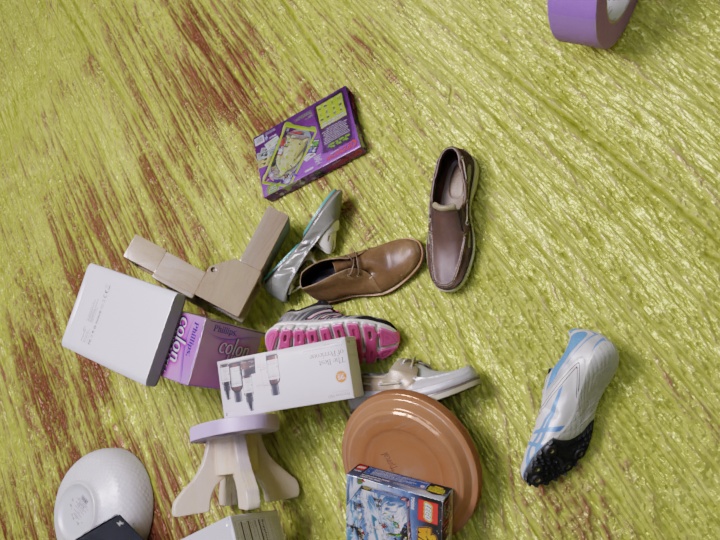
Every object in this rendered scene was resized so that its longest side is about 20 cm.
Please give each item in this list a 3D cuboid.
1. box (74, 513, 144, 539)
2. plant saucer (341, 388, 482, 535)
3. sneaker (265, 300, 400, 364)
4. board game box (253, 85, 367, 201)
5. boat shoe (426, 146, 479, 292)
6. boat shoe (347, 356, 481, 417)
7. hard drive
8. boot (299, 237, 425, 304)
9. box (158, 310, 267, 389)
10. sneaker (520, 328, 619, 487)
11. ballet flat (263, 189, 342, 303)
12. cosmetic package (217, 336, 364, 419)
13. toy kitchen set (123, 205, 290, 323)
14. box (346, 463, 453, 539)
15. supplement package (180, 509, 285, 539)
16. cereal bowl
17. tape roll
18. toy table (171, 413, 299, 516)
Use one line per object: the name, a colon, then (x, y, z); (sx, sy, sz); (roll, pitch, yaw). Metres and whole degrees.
box: (-0.379, 0.524, 0.934); (0.199, 0.124, 0.198); (37, 100, 13)
plant saucer: (0.059, 0.256, 0.810); (0.197, 0.032, 0.205); (6, 103, 29)
sneaker: (-0.038, 0.085, 0.924); (0.195, 0.088, 0.075); (-2, 119, 9)
board game box: (-0.089, -0.211, 1.055); (0.197, 0.032, 0.122); (-23, 64, 23)
boat shoe: (0.121, -0.075, 0.879); (0.073, 0.075, 0.207); (-1, 77, 28)
boat shoe: (0.065, 0.153, 0.852); (0.197, 0.074, 0.070); (-20, 74, 24)
hard drive: (-0.352, 0.075, 0.921); (0.197, 0.027, 0.135); (14, 83, 31)
boot: (0.000, 0.000, 0.927); (0.197, 0.075, 0.075); (-21, 66, 21)
box: (-0.269, 0.117, 0.983); (0.197, 0.175, 0.099); (10, 81, 29)
sneaker: (0.247, 0.168, 0.763); (0.203, 0.071, 0.072); (-66, 25, 6)
ballet flat: (-0.075, -0.034, 0.992); (0.063, 0.067, 0.201); (39, 99, 2)
cosmetic package: (-0.099, 0.150, 0.868); (0.196, 0.051, 0.084); (-13, 83, 16)
toy kitchen set: (-0.242, -0.033, 1.034); (0.197, 0.163, 0.183); (27, 77, 0)
box: (0.047, 0.362, 0.793); (0.134, 0.040, 0.205); (6, 100, 30)
supplement package: (-0.195, 0.433, 0.828); (0.198, 0.111, 0.158); (-30, 63, 18)
cereal bowl: (-0.452, 0.407, 1.064); (0.196, 0.083, 0.205); (-8, 74, 27)
tape roll: (0.306, -0.390, 0.786); (0.065, 0.199, 0.203); (22, 88, 29)
toy table: (-0.181, 0.279, 0.903); (0.180, 0.200, 0.120); (-4, 74, -13)
